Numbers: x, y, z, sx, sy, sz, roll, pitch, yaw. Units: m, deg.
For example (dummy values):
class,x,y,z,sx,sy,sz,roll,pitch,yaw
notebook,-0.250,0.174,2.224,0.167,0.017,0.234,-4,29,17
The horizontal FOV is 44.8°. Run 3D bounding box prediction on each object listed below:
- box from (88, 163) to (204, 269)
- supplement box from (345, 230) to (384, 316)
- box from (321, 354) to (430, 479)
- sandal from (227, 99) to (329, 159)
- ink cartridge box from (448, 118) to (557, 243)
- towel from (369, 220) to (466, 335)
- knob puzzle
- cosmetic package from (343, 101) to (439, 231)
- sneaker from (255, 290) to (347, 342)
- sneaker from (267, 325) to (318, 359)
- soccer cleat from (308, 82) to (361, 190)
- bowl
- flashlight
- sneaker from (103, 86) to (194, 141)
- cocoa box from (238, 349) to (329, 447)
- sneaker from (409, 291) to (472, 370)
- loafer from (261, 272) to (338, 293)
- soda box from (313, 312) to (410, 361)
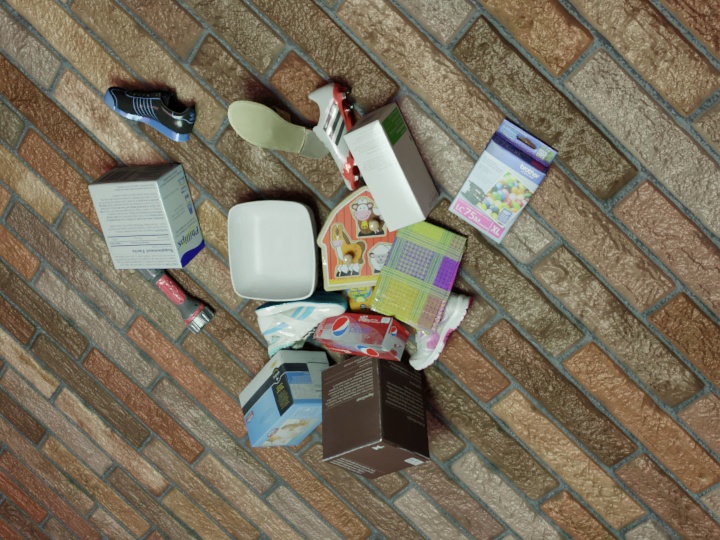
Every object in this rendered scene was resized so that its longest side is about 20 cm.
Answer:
class,x,y,z,sx,sy,sz,roll,pitch,yaw
box,-0.458,-0.114,1.881,0.180,0.105,0.204,0,117,23
supplement box,0.000,0.000,1.767,0.065,0.069,0.203,-6,117,28
box,0.028,0.297,1.804,0.162,0.204,0.165,-25,142,32
sandal,-0.158,-0.275,1.687,0.208,0.070,0.079,19,110,-14
ink cartridge box,0.256,-0.160,1.582,0.118,0.042,0.202,33,124,3
towel,0.110,0.009,1.687,0.141,0.023,0.204,20,94,0
knob puzzle,0.013,-0.062,1.686,0.214,0.031,0.225,-4,110,-11
cosmetic package,0.059,-0.190,1.610,0.084,0.108,0.202,-19,110,30
sneaker,-0.115,0.094,1.781,0.196,0.076,0.083,-10,103,20
sneaker,-0.130,0.111,1.879,0.198,0.077,0.088,-33,63,19
soccer cleat,-0.045,-0.250,1.645,0.083,0.069,0.204,-4,111,20
bowl,-0.169,-0.045,1.789,0.196,0.074,0.205,1,100,23
flashlight,-0.421,0.053,1.981,0.200,0.068,0.067,47,126,-7
sneaker,-0.424,-0.339,1.768,0.197,0.070,0.079,25,120,2
cocoa box,-0.158,0.284,1.917,0.200,0.131,0.133,-47,51,38
sneaker,0.145,0.111,1.762,0.087,0.081,0.202,32,117,5
loafer,-0.137,0.033,1.846,0.196,0.072,0.064,8,115,22
soda box,0.001,0.130,1.752,0.197,0.064,0.070,3,153,45
